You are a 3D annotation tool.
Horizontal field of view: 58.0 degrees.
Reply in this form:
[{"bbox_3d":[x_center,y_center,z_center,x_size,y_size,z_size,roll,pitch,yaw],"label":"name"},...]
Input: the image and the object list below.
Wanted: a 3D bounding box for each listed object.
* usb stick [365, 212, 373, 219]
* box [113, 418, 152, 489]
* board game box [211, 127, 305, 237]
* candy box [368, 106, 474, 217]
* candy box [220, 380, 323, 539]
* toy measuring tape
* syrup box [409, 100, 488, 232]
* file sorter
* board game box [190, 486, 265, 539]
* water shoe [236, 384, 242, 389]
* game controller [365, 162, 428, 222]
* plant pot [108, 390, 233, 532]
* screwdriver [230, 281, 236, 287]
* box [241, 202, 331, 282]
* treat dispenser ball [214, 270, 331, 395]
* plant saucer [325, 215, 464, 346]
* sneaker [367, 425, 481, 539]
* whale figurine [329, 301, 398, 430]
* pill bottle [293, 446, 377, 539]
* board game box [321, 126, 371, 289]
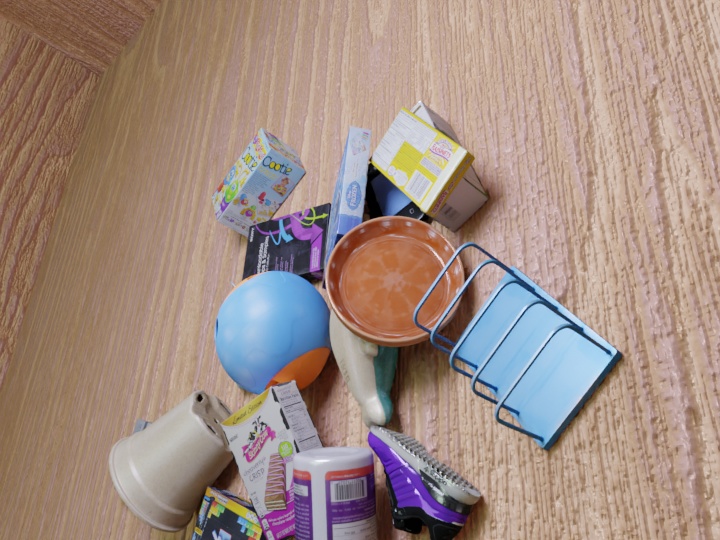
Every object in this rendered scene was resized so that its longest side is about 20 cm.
[{"bbox_3d":[0.000,0.000,1.104,0.055,0.032,0.205,-31,46,54],"label":"usb stick"},{"bbox_3d":[-0.452,0.415,1.396,0.197,0.041,0.160,-1,69,49],"label":"box"},{"bbox_3d":[-0.228,-0.190,1.435,0.201,0.104,0.104,-48,39,18],"label":"board game box"},{"bbox_3d":[0.085,-0.167,0.975,0.103,0.026,0.201,-53,38,12],"label":"candy box"},{"bbox_3d":[-0.119,0.291,0.982,0.135,0.060,0.204,-37,71,30],"label":"candy box"},{"bbox_3d":[0.062,-0.011,0.994,0.073,0.073,0.203,-41,53,25],"label":"toy measuring tape"},{"bbox_3d":[0.119,-0.167,1.022,0.081,0.078,0.203,-43,41,24],"label":"syrup box"},{"bbox_3d":[0.173,0.079,0.775,0.140,0.121,0.200,-54,37,10],"label":"file sorter"},{"bbox_3d":[-0.212,0.466,1.062,0.197,0.056,0.170,-1,67,50],"label":"board game box"},{"bbox_3d":[-0.233,0.129,1.270,0.071,0.078,0.205,-24,52,40],"label":"water shoe"},{"bbox_3d":[0.057,-0.133,1.108,0.104,0.042,0.203,-43,42,25],"label":"game controller"},{"bbox_3d":[-0.319,0.329,1.182,0.183,0.200,0.202,-43,40,7],"label":"plant pot"},{"bbox_3d":[-0.193,0.082,1.228,0.028,0.029,0.200,-41,67,-8],"label":"screwdriver"},{"bbox_3d":[-0.139,-0.040,1.252,0.195,0.036,0.147,-14,57,28],"label":"box"},{"bbox_3d":[-0.142,0.104,1.074,0.199,0.199,0.206,-28,49,37],"label":"treat dispenser ball"},{"bbox_3d":[0.048,0.014,0.917,0.194,0.033,0.205,-1,58,1],"label":"plant saucer"},{"bbox_3d":[0.059,0.278,0.836,0.199,0.069,0.102,25,90,54],"label":"sneaker"},{"bbox_3d":[0.021,0.128,0.962,0.160,0.101,0.205,118,139,-63],"label":"whale figurine"},{"bbox_3d":[-0.032,0.342,0.847,0.110,0.110,0.207,-10,79,46],"label":"pill bottle"},{"bbox_3d":[-0.025,-0.098,1.102,0.201,0.042,0.204,111,167,-62],"label":"board game box"}]
